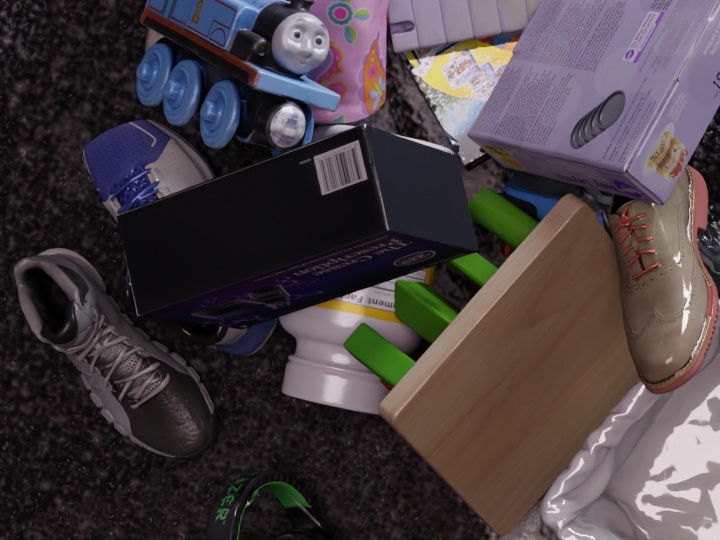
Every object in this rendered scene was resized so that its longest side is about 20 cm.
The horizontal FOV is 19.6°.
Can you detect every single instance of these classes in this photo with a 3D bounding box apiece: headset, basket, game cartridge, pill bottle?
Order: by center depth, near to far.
[{"bbox_3d":[0.258,0.152,1.470,0.200,0.161,0.199,39,93,5],"label":"basket"},{"bbox_3d":[0.070,-0.269,1.523,0.129,0.038,0.201,-9,100,3],"label":"game cartridge"},{"bbox_3d":[-0.041,0.240,1.532,0.093,0.124,0.201,-8,118,32],"label":"headset"},{"bbox_3d":[0.000,0.000,1.537,0.111,0.111,0.201,12,89,8],"label":"pill bottle"}]

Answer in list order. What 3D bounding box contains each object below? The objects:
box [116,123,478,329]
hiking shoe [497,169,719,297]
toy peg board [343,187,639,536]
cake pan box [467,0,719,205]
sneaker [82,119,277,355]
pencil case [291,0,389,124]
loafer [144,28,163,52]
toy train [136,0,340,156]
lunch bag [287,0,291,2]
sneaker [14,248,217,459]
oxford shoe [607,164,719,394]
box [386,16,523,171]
[{"bbox_3d":[-0.042,-0.025,1.420,0.199,0.141,0.079,-18,79,26],"label":"box"},{"bbox_3d":[0.197,-0.031,1.544,0.199,0.074,0.087,34,119,5],"label":"hiking shoe"},{"bbox_3d":[0.100,0.053,1.498,0.200,0.199,0.098,-48,50,-5],"label":"toy peg board"},{"bbox_3d":[0.184,-0.153,1.441,0.052,0.184,0.201,35,79,-35],"label":"cake pan box"},{"bbox_3d":[-0.141,-0.024,1.550,0.080,0.115,0.200,-35,83,14],"label":"sneaker"},{"bbox_3d":[-0.016,-0.207,1.493,0.087,0.088,0.201,8,121,8],"label":"pencil case"},{"bbox_3d":[-0.119,-0.254,1.593,0.062,0.072,0.201,10,95,-9],"label":"loafer"},{"bbox_3d":[-0.085,-0.147,1.419,0.086,0.200,0.115,12,102,-33],"label":"toy train"},{"bbox_3d":[-0.082,-0.227,1.542,0.150,0.094,0.200,-40,122,-6],"label":"lunch bag"},{"bbox_3d":[-0.194,0.066,1.558,0.075,0.115,0.200,-45,83,4],"label":"sneaker"},{"bbox_3d":[0.193,-0.007,1.410,0.070,0.075,0.201,-29,40,30],"label":"oxford shoe"},{"bbox_3d":[0.130,-0.185,1.564,0.199,0.038,0.137,-31,84,5],"label":"box"}]
